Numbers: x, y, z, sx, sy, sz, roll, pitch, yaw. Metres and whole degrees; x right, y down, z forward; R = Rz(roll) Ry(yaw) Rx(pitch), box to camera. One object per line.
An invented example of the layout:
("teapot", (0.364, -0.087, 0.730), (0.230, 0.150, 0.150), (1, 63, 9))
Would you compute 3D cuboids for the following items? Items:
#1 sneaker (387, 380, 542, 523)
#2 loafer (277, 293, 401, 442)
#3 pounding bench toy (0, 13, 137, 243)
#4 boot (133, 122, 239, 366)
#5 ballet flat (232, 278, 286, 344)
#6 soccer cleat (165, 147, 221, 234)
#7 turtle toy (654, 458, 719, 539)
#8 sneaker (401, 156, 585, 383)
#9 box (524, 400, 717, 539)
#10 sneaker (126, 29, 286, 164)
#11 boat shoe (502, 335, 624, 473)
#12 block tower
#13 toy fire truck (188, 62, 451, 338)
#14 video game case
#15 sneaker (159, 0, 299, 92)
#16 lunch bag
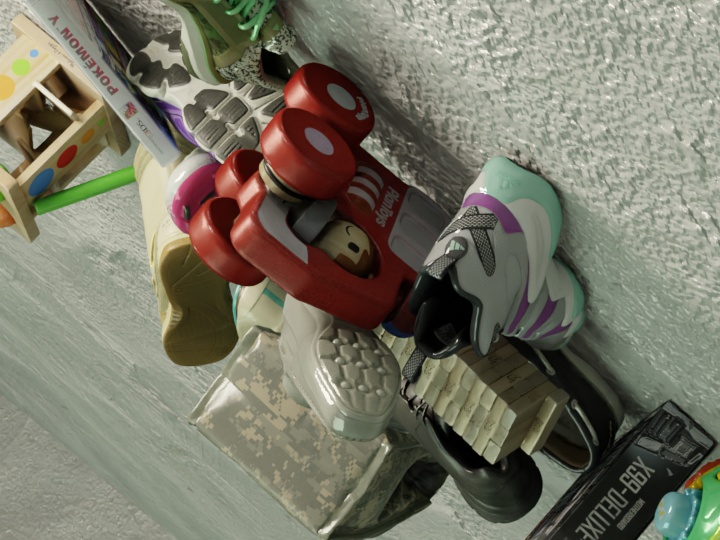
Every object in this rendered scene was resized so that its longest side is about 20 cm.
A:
("sneaker", (0.058, 0.100, 1.519), (0.200, 0.076, 0.091), (39, 169, 26))
("loafer", (-0.018, 0.068, 1.365), (0.069, 0.070, 0.200), (16, -160, -14))
("pounding bench toy", (-0.297, -0.105, 1.906), (0.200, 0.156, 0.124), (39, 163, 16))
("boot", (-0.159, -0.021, 1.805), (0.201, 0.072, 0.156), (84, 172, -55))
("ballet flat", (-0.078, 0.060, 1.758), (0.069, 0.070, 0.200), (40, 164, 11))
("soccer cleat", (-0.128, -0.070, 1.665), (0.086, 0.070, 0.200), (47, -174, 18))
("turtle toy", (0.258, 0.185, 1.349), (0.101, 0.145, 0.200), (57, 174, 32))
("sneaker", (0.078, 0.029, 1.348), (0.077, 0.140, 0.201), (29, 159, 32))
("box", (0.172, 0.187, 1.495), (0.050, 0.158, 0.200), (42, 163, 5))
("sneaker", (-0.099, -0.119, 1.552), (0.200, 0.081, 0.084), (41, 169, 44))
("boat shoe", (0.108, 0.069, 1.482), (0.200, 0.060, 0.074), (45, 131, -8))
("block tower", (0.054, 0.053, 1.439), (0.200, 0.058, 0.054), (41, 130, 21))
("toy fire truck", (-0.014, -0.034, 1.377), (0.167, 0.112, 0.200), (37, -153, -9))
("video game case", (-0.219, -0.186, 1.631), (0.183, 0.023, 0.200), (52, -177, -25))
("sneaker", (-0.081, -0.184, 1.368), (0.088, 0.077, 0.200), (24, 163, 18))
("lunch bag", (-0.024, 0.137, 1.671), (0.164, 0.118, 0.200), (40, -170, 20))
